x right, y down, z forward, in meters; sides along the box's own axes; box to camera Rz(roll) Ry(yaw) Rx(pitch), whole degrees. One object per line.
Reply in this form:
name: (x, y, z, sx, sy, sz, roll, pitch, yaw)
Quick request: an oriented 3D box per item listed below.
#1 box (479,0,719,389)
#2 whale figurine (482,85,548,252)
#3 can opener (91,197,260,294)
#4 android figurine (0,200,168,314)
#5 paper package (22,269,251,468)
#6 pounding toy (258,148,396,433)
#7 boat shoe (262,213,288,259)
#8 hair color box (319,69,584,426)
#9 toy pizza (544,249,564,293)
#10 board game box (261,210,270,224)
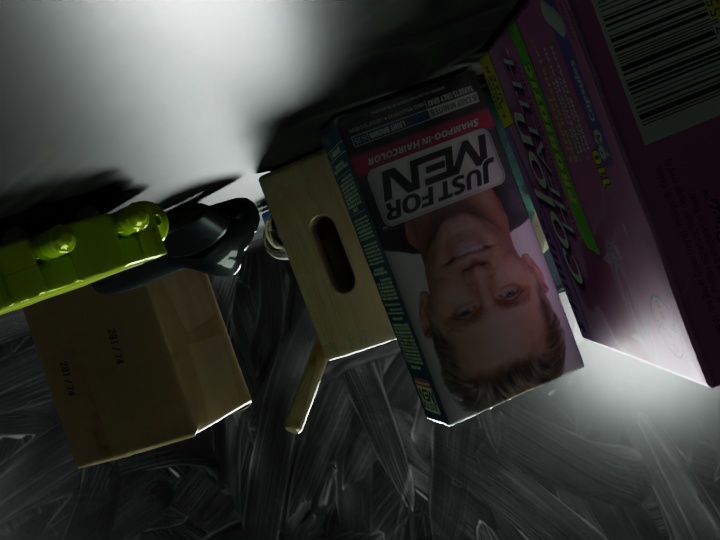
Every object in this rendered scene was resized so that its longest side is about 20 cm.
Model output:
box: (0.144, -0.055, 0.471, 0.096, 0.177, 0.200, -21, -177, 0)
whale figurine: (0.107, -0.058, 0.766, 0.103, 0.201, 0.160, 15, -143, -5)
can opener: (-0.161, -0.022, 0.822, 0.199, 0.079, 0.064, -15, -136, 43)
android figurine: (-0.194, 0.000, 0.569, 0.181, 0.041, 0.199, -23, -177, -42)
paper package: (-0.238, 0.083, 1.028, 0.190, 0.201, 0.103, -19, -178, 29)
pounding toy: (0.000, 0.000, 0.818, 0.141, 0.201, 0.184, -19, -178, 23)
boat shoe: (-0.079, -0.057, 1.143, 0.063, 0.071, 0.200, -23, 175, -33)
hair color box: (0.057, -0.014, 0.625, 0.099, 0.201, 0.061, -22, -178, -11)
toy pizza: (0.133, -0.062, 0.908, 0.032, 0.201, 0.200, -43, -166, -32)
board game box: (-0.001, -0.095, 1.263, 0.195, 0.056, 0.200, -23, -177, -29)
